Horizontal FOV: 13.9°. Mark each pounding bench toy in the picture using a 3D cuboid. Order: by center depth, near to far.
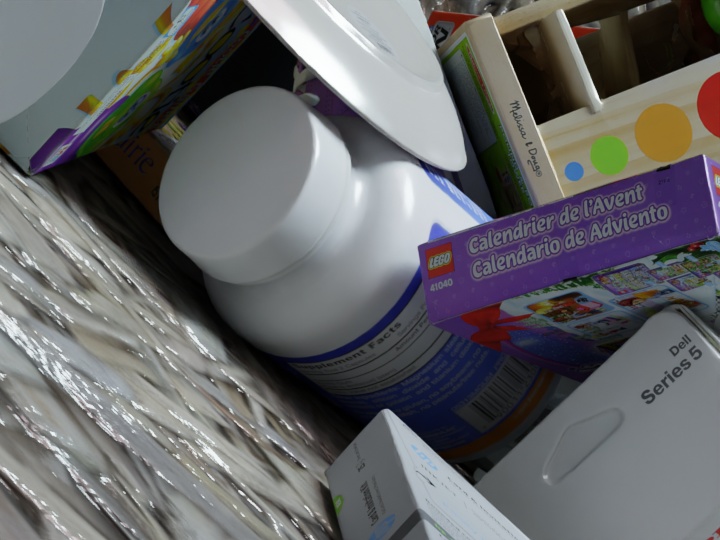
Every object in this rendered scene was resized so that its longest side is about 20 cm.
[{"bbox_3d":[0.122,-0.115,1.419,0.124,0.156,0.200,143,-75,-83],"label":"pounding bench toy"}]

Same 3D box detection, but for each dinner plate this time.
[{"bbox_3d":[-0.017,-0.124,1.312,0.200,0.024,0.200,44,15,-15],"label":"dinner plate"}]

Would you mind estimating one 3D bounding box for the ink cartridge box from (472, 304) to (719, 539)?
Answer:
[{"bbox_3d":[0.140,0.111,1.311,0.084,0.145,0.200,49,7,26],"label":"ink cartridge box"}]

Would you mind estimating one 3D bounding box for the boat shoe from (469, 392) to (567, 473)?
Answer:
[{"bbox_3d":[0.058,0.058,1.450,0.202,0.065,0.074,32,-1,30],"label":"boat shoe"}]

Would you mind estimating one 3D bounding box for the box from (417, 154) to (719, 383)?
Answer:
[{"bbox_3d":[0.133,0.008,1.283,0.200,0.137,0.039,22,55,-56],"label":"box"}]

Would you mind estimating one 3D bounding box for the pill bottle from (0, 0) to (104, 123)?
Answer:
[{"bbox_3d":[-0.184,-0.144,1.058,0.200,0.109,0.109,45,5,22],"label":"pill bottle"}]

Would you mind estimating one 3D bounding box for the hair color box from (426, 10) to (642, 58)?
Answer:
[{"bbox_3d":[0.120,-0.087,1.594,0.111,0.064,0.200,24,-6,-31],"label":"hair color box"}]

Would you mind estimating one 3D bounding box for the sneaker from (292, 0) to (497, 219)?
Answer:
[{"bbox_3d":[-0.018,-0.092,1.446,0.073,0.114,0.201,-167,-124,-87],"label":"sneaker"}]

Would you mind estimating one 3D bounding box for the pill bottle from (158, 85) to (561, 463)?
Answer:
[{"bbox_3d":[0.000,0.000,1.310,0.200,0.112,0.112,38,8,-46],"label":"pill bottle"}]

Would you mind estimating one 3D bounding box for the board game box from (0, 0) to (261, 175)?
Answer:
[{"bbox_3d":[-0.115,-0.122,1.281,0.103,0.105,0.200,45,14,2],"label":"board game box"}]

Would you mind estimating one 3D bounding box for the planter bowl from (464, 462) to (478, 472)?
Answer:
[{"bbox_3d":[0.077,0.020,1.612,0.200,0.135,0.200,44,6,-5],"label":"planter bowl"}]

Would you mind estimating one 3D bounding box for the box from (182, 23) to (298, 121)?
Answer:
[{"bbox_3d":[-0.053,-0.090,1.590,0.141,0.079,0.200,52,-5,-12],"label":"box"}]

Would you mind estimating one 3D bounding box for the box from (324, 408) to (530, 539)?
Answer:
[{"bbox_3d":[0.060,0.137,1.080,0.156,0.041,0.200,43,6,-13],"label":"box"}]

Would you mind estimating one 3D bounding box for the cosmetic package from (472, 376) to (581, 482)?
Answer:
[{"bbox_3d":[0.158,0.144,1.546,0.113,0.081,0.200,46,6,36],"label":"cosmetic package"}]

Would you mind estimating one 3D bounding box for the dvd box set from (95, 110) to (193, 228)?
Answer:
[{"bbox_3d":[-0.117,-0.078,1.464,0.200,0.029,0.146,47,7,23],"label":"dvd box set"}]
